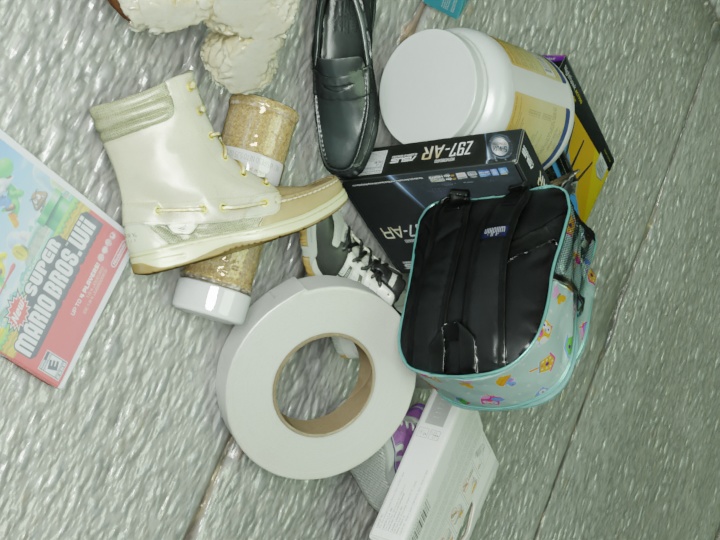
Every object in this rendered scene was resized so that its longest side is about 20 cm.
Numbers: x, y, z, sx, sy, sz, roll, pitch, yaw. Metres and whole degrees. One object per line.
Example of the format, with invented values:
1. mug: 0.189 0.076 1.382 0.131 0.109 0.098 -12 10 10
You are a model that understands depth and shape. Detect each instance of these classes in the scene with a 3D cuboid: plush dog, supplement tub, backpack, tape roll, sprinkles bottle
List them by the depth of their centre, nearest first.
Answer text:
1. plush dog: -0.109 -0.270 1.037 0.199 0.160 0.173 27 41 -51
2. sprinkles bottle: -0.112 -0.055 1.139 0.068 0.068 0.202 23 80 -52
3. backpack: 0.132 0.037 1.207 0.154 0.174 0.201 53 44 -43
4. tape roll: -0.041 0.104 1.221 0.201 0.037 0.205 -8 112 -21
5. supplement tub: 0.126 -0.178 1.354 0.199 0.143 0.146 6 94 -52

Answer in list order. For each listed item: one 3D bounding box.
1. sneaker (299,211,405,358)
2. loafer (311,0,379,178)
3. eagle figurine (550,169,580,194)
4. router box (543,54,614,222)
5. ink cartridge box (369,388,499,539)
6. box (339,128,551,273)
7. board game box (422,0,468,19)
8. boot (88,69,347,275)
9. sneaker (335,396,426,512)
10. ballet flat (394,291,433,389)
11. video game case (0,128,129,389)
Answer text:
1. sneaker: 0.000 0.000 1.266 0.076 0.087 0.201 -74 152 -47
2. loafer: -0.019 -0.191 1.219 0.070 0.067 0.203 0 92 -70
3. eagle figurine: 0.184 -0.050 1.444 0.152 0.151 0.200 -44 139 -10
4. router box: 0.244 -0.148 1.588 0.200 0.051 0.150 53 56 -44
5. ink cartridge box: 0.085 0.251 1.398 0.201 0.044 0.177 -63 150 -29
6. box: 0.099 -0.066 1.299 0.161 0.198 0.044 56 41 -43
7. board game box: 0.138 -0.389 1.337 0.201 0.047 0.151 -62 176 -23
8. boot: -0.116 -0.094 1.063 0.198 0.072 0.156 -18 95 -21
9. sneaker: 0.031 0.173 1.382 0.115 0.072 0.201 -58 149 -30
10. ballet flat: 0.058 0.071 1.390 0.200 0.069 0.070 52 59 -44
11. video game case: -0.269 -0.012 0.986 0.200 0.017 0.144 44 64 -47
